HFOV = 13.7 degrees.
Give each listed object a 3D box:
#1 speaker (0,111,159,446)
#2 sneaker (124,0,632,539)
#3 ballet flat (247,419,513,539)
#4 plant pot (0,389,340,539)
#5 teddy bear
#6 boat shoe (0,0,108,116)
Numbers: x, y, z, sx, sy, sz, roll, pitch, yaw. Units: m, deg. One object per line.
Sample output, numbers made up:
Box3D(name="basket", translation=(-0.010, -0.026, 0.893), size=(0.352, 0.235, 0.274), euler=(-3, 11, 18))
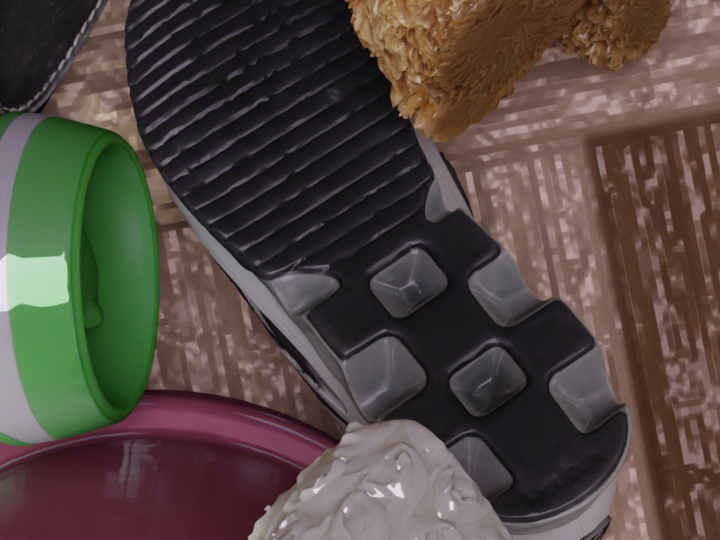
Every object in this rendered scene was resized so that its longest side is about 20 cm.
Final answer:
Box3D(name="speaker", translation=(-0.156, 0.004, 0.758), size=(0.199, 0.088, 0.089), euler=(-1, 91, 12))
Box3D(name="sneaker", translation=(0.000, 0.000, 0.797), size=(0.074, 0.089, 0.200), euler=(-28, 67, -8))
Box3D(name="ballet flat", translation=(-0.023, 0.127, 0.618), size=(0.072, 0.072, 0.200), euler=(28, 88, -3))
Box3D(name="plant pot", translation=(-0.055, 0.131, 0.738), size=(0.199, 0.179, 0.201), euler=(0, 90, -2))
Box3D(name="teddy bear", translation=(0.071, -0.118, 0.771), size=(0.200, 0.145, 0.067), euler=(-41, 66, -5))
Box3D(name="boat shoe", translation=(-0.069, -0.121, 0.777), size=(0.071, 0.072, 0.200), euler=(16, 88, 33))
